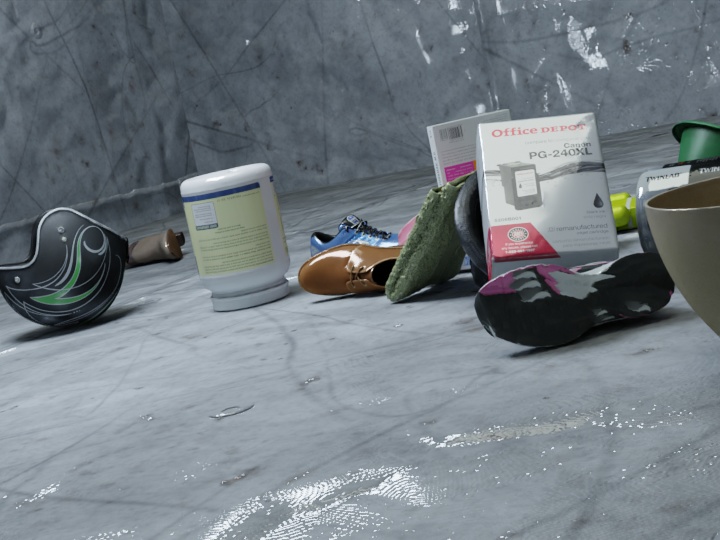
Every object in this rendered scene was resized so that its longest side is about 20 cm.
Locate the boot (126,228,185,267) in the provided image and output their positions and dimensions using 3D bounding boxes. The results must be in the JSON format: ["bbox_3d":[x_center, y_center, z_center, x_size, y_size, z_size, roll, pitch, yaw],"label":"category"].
[{"bbox_3d":[-0.478,-0.042,2.792,0.144,0.071,0.200,-18,6,4],"label":"boot"}]

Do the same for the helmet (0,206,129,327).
[{"bbox_3d":[-0.493,0.000,2.029,0.198,0.193,0.200,24,-6,3],"label":"helmet"}]

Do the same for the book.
[{"bbox_3d":[0.187,-0.139,1.929,0.132,0.203,0.048,-13,9,-14],"label":"book"}]

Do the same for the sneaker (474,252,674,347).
[{"bbox_3d":[0.207,0.033,1.224,0.197,0.082,0.086,-5,-5,-9],"label":"sneaker"}]

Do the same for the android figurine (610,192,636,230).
[{"bbox_3d":[0.380,-0.086,1.856,0.197,0.042,0.182,-11,8,18],"label":"android figurine"}]

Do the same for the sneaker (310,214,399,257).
[{"bbox_3d":[0.004,-0.044,1.949,0.197,0.091,0.078,-9,10,22],"label":"sneaker"}]

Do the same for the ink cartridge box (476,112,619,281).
[{"bbox_3d":[0.212,-0.078,1.420,0.143,0.202,0.084,-5,-34,4],"label":"ink cartridge box"}]

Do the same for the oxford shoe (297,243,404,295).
[{"bbox_3d":[0.000,0.000,1.722,0.197,0.072,0.071,-8,10,16],"label":"oxford shoe"}]

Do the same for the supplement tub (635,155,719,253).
[{"bbox_3d":[0.418,-0.069,1.373,0.198,0.124,0.122,-8,9,31],"label":"supplement tub"}]

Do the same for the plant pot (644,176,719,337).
[{"bbox_3d":[0.343,-0.007,1.010,0.197,0.137,0.200,-11,8,2],"label":"plant pot"}]

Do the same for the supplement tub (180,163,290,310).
[{"bbox_3d":[-0.187,-0.052,1.882,0.143,0.203,0.145,-11,8,2],"label":"supplement tub"}]

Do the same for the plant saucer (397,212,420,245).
[{"bbox_3d":[0.130,-0.072,1.815,0.199,0.051,0.201,-32,-8,-5],"label":"plant saucer"}]

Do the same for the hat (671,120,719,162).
[{"bbox_3d":[0.550,-0.131,1.997,0.198,0.178,0.165,26,-8,-20],"label":"hat"}]

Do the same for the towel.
[{"bbox_3d":[0.111,-0.048,1.600,0.036,0.201,0.147,43,39,22],"label":"towel"}]

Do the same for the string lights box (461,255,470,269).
[{"bbox_3d":[0.240,-0.046,1.714,0.198,0.060,0.102,-7,8,34],"label":"string lights box"}]

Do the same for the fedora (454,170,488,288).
[{"bbox_3d":[0.191,-0.037,1.525,0.198,0.202,0.092,-16,-27,-29],"label":"fedora"}]
